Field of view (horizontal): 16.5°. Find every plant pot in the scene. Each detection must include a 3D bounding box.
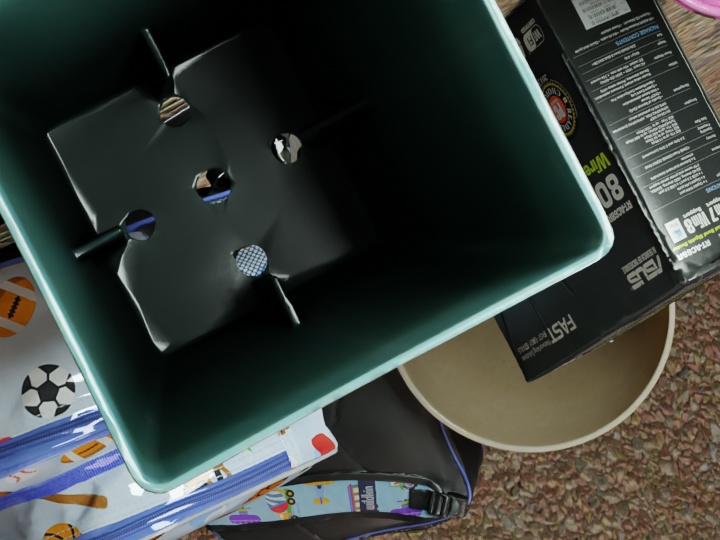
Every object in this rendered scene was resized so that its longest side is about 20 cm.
[{"bbox_3d":[-0.036,-0.033,0.738,0.141,0.142,0.200,-28,-179,-7],"label":"plant pot"},{"bbox_3d":[0.119,0.003,1.672,0.187,0.188,0.200,-30,-172,13],"label":"plant pot"}]

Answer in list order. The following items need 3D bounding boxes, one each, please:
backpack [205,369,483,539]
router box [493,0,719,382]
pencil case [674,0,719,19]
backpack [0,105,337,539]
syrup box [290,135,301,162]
[{"bbox_3d":[-0.029,0.101,1.736,0.199,0.183,0.135,-16,-165,16],"label":"backpack"},{"bbox_3d":[0.105,-0.044,1.209,0.062,0.150,0.200,-25,173,-23],"label":"router box"},{"bbox_3d":[0.182,-0.146,1.023,0.093,0.091,0.200,7,-168,23],"label":"pencil case"},{"bbox_3d":[-0.116,0.042,0.968,0.190,0.155,0.200,-11,167,-38],"label":"backpack"},{"bbox_3d":[0.005,-0.038,1.124,0.079,0.082,0.200,-27,175,-28],"label":"syrup box"}]
